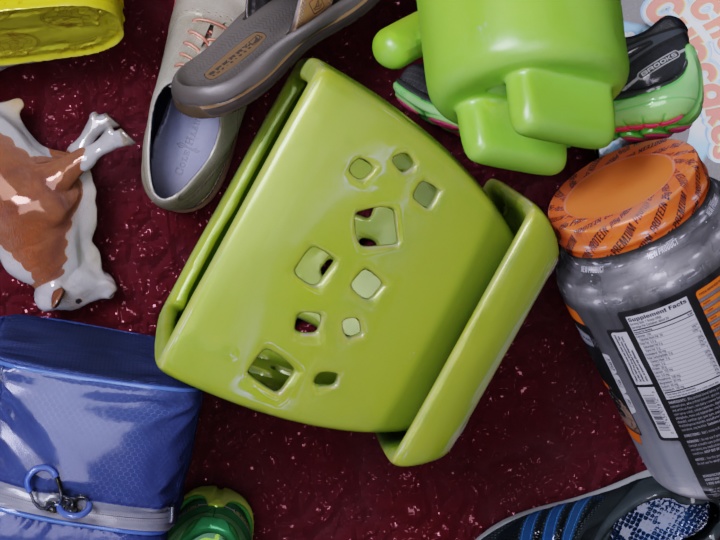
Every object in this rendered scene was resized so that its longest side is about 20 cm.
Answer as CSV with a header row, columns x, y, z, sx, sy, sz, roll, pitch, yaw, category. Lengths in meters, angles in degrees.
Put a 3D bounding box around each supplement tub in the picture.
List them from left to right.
x,y,z,sx,sy,sz,roll,pitch,yaw,category
0.196,0.029,1.236,0.122,0.123,0.200,-27,114,3,supplement tub

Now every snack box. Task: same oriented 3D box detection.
x,y,z,sx,sy,sz,roll,pitch,yaw,category
0.202,-0.112,1.294,0.116,0.037,0.200,-9,94,2,snack box

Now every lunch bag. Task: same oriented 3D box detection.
x,y,z,sx,sy,sz,roll,pitch,yaw,category
-0.170,0.112,1.238,0.136,0.200,0.133,10,98,-5,lunch bag

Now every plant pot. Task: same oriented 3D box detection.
x,y,z,sx,sy,sz,roll,pitch,yaw,category
0.000,0.000,1.232,0.181,0.200,0.199,28,95,-9,plant pot

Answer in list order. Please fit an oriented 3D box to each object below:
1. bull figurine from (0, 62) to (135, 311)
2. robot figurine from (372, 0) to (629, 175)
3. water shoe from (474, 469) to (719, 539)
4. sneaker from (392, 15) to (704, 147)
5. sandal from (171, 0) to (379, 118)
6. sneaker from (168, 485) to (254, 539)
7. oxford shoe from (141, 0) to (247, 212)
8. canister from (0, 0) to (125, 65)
x,y,z,sx,sy,sz,roll,pitch,yaw,category
-0.216,-0.068,1.291,0.200,0.065,0.121,42,91,-3,bull figurine
0.090,-0.158,1.173,0.116,0.175,0.200,7,68,-33,robot figurine
0.137,0.181,1.298,0.200,0.079,0.072,-29,94,3,water shoe
0.117,-0.120,1.261,0.200,0.077,0.084,-1,81,25,sneaker
-0.043,-0.170,1.231,0.200,0.082,0.055,-40,122,-15,sandal
-0.111,0.239,1.305,0.074,0.084,0.200,6,95,0,sneaker
-0.091,-0.132,1.278,0.071,0.074,0.200,12,95,0,oxford shoe
-0.226,-0.233,1.240,0.148,0.087,0.200,-7,75,-1,canister
